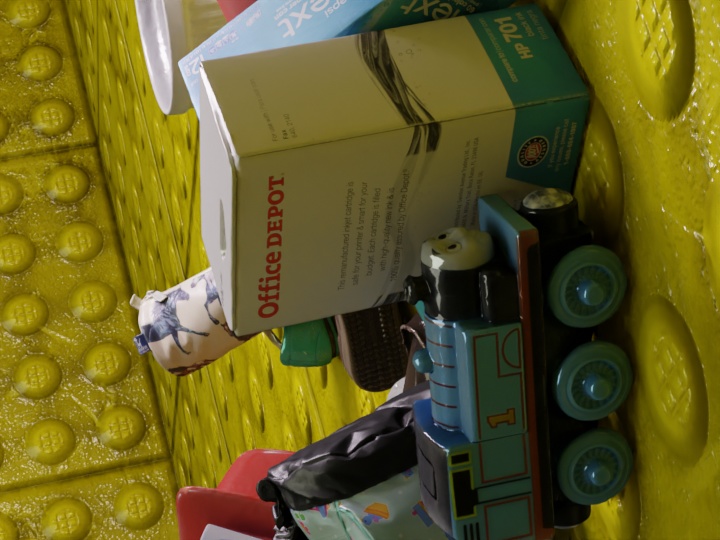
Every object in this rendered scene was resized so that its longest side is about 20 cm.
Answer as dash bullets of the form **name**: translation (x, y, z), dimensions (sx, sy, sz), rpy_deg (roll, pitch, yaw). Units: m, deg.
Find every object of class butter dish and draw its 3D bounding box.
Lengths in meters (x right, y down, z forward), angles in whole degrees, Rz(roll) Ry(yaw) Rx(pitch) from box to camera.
- **butter dish**: translation (-0.053, 0.229, 1.633), dimensions (0.200, 0.199, 0.148), rpy_deg (91, -166, -48)

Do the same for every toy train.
- **toy train**: translation (0.084, 0.056, 0.985), dimensions (0.087, 0.114, 0.201), rpy_deg (-131, 33, -64)

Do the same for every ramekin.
- **ramekin**: translation (-0.158, -0.260, 1.787), dimensions (0.200, 0.104, 0.202), rpy_deg (170, 90, -77)

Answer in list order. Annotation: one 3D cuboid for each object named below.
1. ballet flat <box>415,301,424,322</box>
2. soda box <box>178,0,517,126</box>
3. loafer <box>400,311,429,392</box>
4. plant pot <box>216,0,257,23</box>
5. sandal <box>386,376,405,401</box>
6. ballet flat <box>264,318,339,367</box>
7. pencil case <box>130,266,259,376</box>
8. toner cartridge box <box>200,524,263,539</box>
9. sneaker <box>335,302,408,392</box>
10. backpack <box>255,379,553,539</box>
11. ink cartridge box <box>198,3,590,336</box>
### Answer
- **ballet flat**: translation (0.054, -0.003, 1.144), dimensions (0.200, 0.071, 0.071), rpy_deg (52, 178, -23)
- **soda box**: translation (-0.003, -0.140, 1.027), dimensions (0.064, 0.200, 0.068), rpy_deg (38, -159, -46)
- **loafer**: translation (0.051, 0.126, 1.269), dimensions (0.073, 0.071, 0.201), rpy_deg (-176, 76, -76)
- **plant pot**: translation (-0.026, -0.233, 1.114), dimensions (0.201, 0.199, 0.178), rpy_deg (-121, 14, -56)
- **sandal**: translation (0.051, 0.183, 1.378), dimensions (0.082, 0.050, 0.204), rpy_deg (11, 99, 60)
- **ballet flat**: translation (-0.078, 0.011, 1.729), dimensions (0.068, 0.070, 0.201), rpy_deg (95, 160, -50)
- **pencil case**: translation (-0.116, 0.020, 1.657), dimensions (0.090, 0.199, 0.078), rpy_deg (49, -156, -24)
- **toner cartridge box**: translation (-0.045, 0.284, 1.540), dimensions (0.095, 0.199, 0.043), rpy_deg (98, -170, -50)
- **sneaker**: translation (0.000, 0.000, 1.394), dimensions (0.076, 0.070, 0.201), rpy_deg (-115, 20, -50)
- **backpack**: translation (0.049, 0.183, 1.138), dimensions (0.201, 0.166, 0.127), rpy_deg (64, 162, -1)
- **ink cartridge box**: translation (0.014, -0.056, 1.007), dimensions (0.147, 0.199, 0.086), rpy_deg (96, 159, -49)
